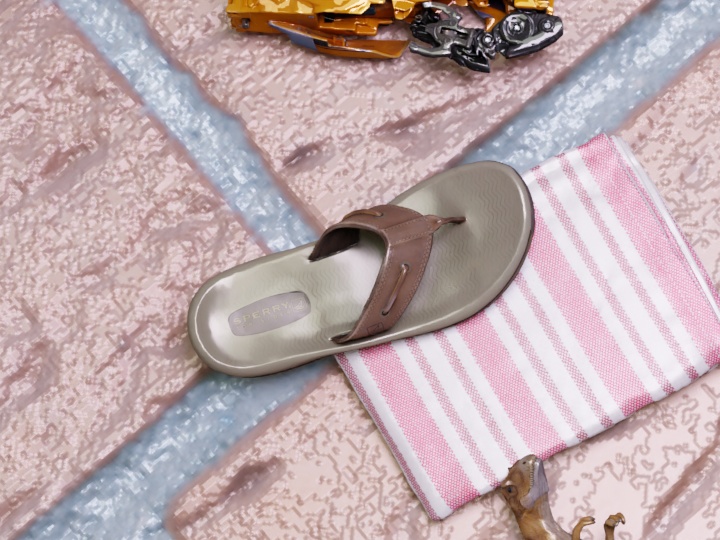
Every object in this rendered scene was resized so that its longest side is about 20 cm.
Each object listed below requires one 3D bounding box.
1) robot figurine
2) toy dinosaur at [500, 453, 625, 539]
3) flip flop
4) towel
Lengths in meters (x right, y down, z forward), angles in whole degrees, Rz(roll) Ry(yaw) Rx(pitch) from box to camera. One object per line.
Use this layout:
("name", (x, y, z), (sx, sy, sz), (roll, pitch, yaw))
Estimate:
("robot figurine", (0.029, -0.180, 1.417), (0.199, 0.058, 0.145), (4, 76, 5))
("toy dinosaur", (0.122, 0.195, 1.325), (0.106, 0.060, 0.201), (-13, 78, 18))
("flip flop", (0.000, 0.000, 1.348), (0.199, 0.058, 0.081), (-19, 76, 2))
("towel", (0.090, 0.030, 1.376), (0.200, 0.030, 0.147), (-29, 75, -1))
